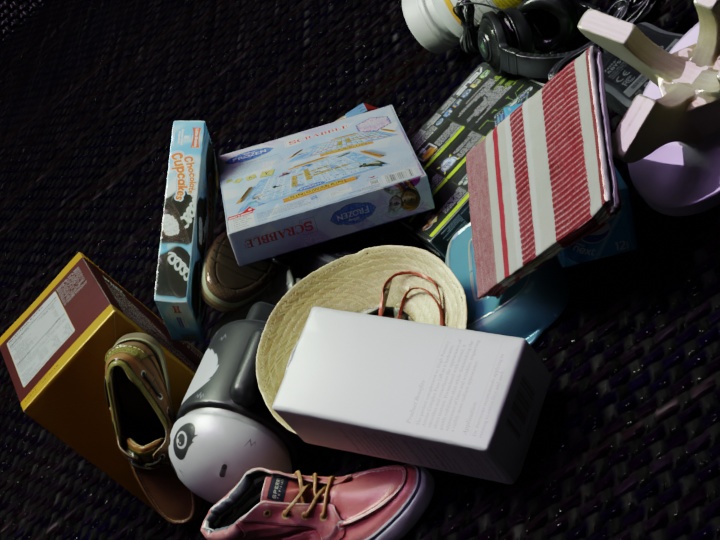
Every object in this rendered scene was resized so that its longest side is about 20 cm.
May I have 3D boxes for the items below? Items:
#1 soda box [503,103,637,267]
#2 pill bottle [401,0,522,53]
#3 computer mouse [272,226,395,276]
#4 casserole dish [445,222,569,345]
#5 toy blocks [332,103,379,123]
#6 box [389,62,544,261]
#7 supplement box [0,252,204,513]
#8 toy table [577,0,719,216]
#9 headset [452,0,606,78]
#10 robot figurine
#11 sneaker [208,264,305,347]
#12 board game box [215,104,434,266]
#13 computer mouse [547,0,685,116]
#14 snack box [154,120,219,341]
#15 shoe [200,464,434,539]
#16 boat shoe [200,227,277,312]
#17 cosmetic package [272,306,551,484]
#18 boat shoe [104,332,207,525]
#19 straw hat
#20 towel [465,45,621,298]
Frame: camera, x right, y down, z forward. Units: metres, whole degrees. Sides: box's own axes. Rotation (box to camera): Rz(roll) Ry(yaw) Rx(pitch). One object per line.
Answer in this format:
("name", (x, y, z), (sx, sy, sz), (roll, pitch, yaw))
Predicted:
("soda box", (0.183, -0.085, 1.323), (0.068, 0.064, 0.200), (-14, 32, 0))
("pill bottle", (0.147, -0.322, 1.665), (0.200, 0.113, 0.113), (-27, 33, 35))
("computer mouse", (0.000, 0.000, 1.468), (0.138, 0.053, 0.200), (-12, 21, -28))
("casserole dish", (0.125, 0.002, 1.343), (0.121, 0.039, 0.200), (-34, 29, 23))
("toy blocks", (-0.020, -0.115, 1.667), (0.137, 0.100, 0.200), (-31, 26, 5))
("box", (0.110, -0.113, 1.512), (0.200, 0.048, 0.193), (-48, 29, -3))
("supplement box", (-0.249, 0.115, 1.554), (0.133, 0.197, 0.200), (-47, 27, 0))
("toy table", (0.272, -0.153, 1.199), (0.184, 0.117, 0.200), (15, 78, 35))
("headset", (0.171, -0.237, 1.536), (0.123, 0.094, 0.200), (-31, 42, -28))
("robot figurine", (-0.105, 0.127, 1.408), (0.125, 0.150, 0.200), (-8, 45, 34))
("sneaker", (-0.087, 0.047, 1.539), (0.099, 0.078, 0.200), (-21, 37, 47))
("board game box", (-0.041, -0.090, 1.509), (0.200, 0.041, 0.200), (-16, 28, 0))
("computer mouse", (0.267, -0.182, 1.364), (0.138, 0.053, 0.200), (-42, 30, 4))
("snack box", (-0.177, -0.040, 1.541), (0.037, 0.116, 0.200), (2, 68, 3))
("shoe", (-0.039, 0.200, 1.253), (0.200, 0.091, 0.072), (-31, 31, 28))
("boat shoe", (-0.127, -0.007, 1.553), (0.076, 0.072, 0.200), (-48, 8, 32))
("cosmetic package", (0.040, 0.099, 1.208), (0.200, 0.074, 0.102), (8, 63, 31))
("boat shoe", (-0.203, 0.163, 1.423), (0.072, 0.200, 0.068), (-15, 17, 13))
("straw hat", (0.015, 0.081, 1.331), (0.201, 0.085, 0.201), (-11, 57, 17))
("towel", (0.147, -0.075, 1.224), (0.200, 0.023, 0.144), (140, 132, -56))
